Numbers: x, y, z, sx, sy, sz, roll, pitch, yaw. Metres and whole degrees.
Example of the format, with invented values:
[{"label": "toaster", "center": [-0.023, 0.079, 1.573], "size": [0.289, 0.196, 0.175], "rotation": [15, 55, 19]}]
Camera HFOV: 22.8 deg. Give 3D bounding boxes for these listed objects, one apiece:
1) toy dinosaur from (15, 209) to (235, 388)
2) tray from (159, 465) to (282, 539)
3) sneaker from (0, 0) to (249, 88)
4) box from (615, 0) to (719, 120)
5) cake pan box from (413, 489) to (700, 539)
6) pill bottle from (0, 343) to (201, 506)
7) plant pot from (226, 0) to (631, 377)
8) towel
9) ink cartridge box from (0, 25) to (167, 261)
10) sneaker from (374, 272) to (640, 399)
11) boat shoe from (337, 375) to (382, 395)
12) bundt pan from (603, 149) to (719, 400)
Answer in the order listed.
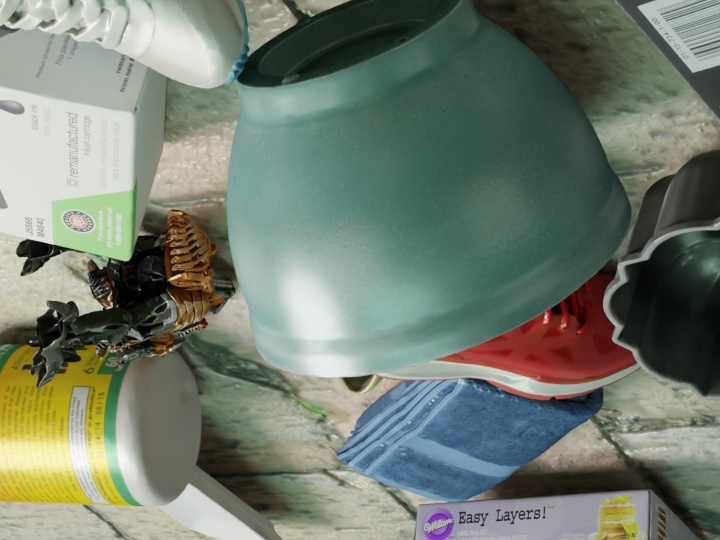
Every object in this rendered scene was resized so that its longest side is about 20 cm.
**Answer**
[{"label": "toy dinosaur", "center": [-0.139, 0.005, 1.110], "size": [0.135, 0.102, 0.200], "rotation": [-2, 138, -21]}, {"label": "tray", "center": [-0.132, 0.172, 1.378], "size": [0.107, 0.022, 0.200], "rotation": [11, 158, 31]}, {"label": "sneaker", "center": [-0.144, -0.139, 0.827], "size": [0.200, 0.081, 0.077], "rotation": [33, 145, 0]}, {"label": "box", "center": [0.212, -0.120, 0.755], "size": [0.132, 0.115, 0.200], "rotation": [-15, 138, 38]}, {"label": "cake pan box", "center": [0.161, 0.221, 1.337], "size": [0.184, 0.052, 0.200], "rotation": [-6, 153, 27]}, {"label": "pill bottle", "center": [-0.223, 0.108, 1.255], "size": [0.199, 0.113, 0.113], "rotation": [-1, 146, 19]}, {"label": "plant pot", "center": [0.017, -0.058, 0.869], "size": [0.200, 0.200, 0.134], "rotation": [-8, 116, 29]}, {"label": "towel", "center": [0.073, 0.106, 1.216], "size": [0.111, 0.049, 0.200], "rotation": [21, 147, -16]}, {"label": "ink cartridge box", "center": [-0.209, -0.095, 0.959], "size": [0.199, 0.084, 0.146], "rotation": [12, 148, -1]}, {"label": "sneaker", "center": [0.098, 0.015, 1.006], "size": [0.199, 0.079, 0.116], "rotation": [-4, 151, -20]}, {"label": "boat shoe", "center": [-0.002, 0.000, 1.059], "size": [0.073, 0.063, 0.201], "rotation": [8, 148, 6]}, {"label": "bundt pan", "center": [0.235, -0.002, 0.965], "size": [0.201, 0.076, 0.202], "rotation": [9, 148, 6]}]
